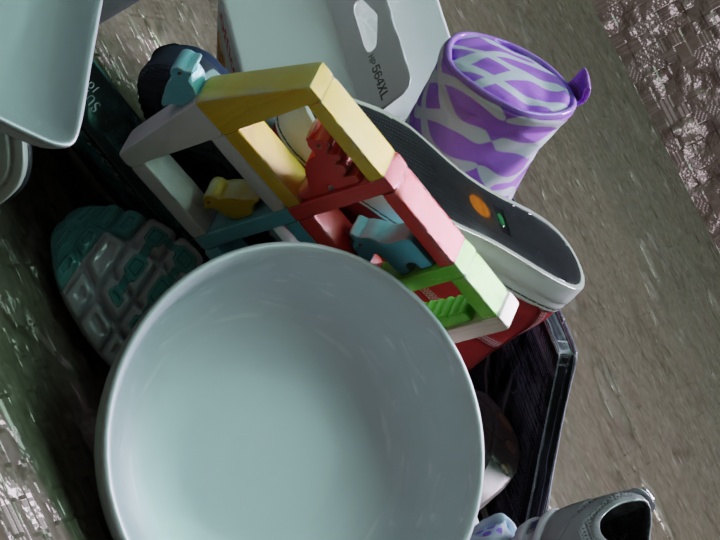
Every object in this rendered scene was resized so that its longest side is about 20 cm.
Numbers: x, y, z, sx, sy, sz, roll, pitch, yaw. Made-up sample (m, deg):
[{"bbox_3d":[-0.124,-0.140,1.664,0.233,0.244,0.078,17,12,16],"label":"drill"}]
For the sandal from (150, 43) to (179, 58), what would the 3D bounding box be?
[{"bbox_3d":[-0.074,-0.034,1.575,0.075,0.048,0.201,28,-45,64],"label":"sandal"}]

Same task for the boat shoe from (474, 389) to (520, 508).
[{"bbox_3d":[0.008,0.136,1.545,0.200,0.072,0.076,-33,97,-43],"label":"boat shoe"}]

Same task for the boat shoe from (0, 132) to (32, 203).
[{"bbox_3d":[-0.205,-0.118,1.362,0.200,0.074,0.060,57,18,14],"label":"boat shoe"}]

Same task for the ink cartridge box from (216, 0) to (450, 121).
[{"bbox_3d":[-0.014,-0.084,1.662,0.200,0.125,0.129,94,-17,-52],"label":"ink cartridge box"}]

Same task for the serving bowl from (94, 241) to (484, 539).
[{"bbox_3d":[-0.041,0.090,1.388,0.201,0.200,0.066,60,-24,-5],"label":"serving bowl"}]

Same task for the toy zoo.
[{"bbox_3d":[-0.029,-0.031,1.402,0.200,0.131,0.021,50,45,-27],"label":"toy zoo"}]

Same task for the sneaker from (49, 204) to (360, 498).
[{"bbox_3d":[-0.089,0.052,1.467,0.200,0.078,0.091,47,-21,-5],"label":"sneaker"}]

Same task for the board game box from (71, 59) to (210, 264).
[{"bbox_3d":[-0.142,-0.081,1.479,0.200,0.028,0.135,53,-9,-31],"label":"board game box"}]

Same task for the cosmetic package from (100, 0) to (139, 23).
[{"bbox_3d":[-0.183,-0.235,1.616,0.200,0.081,0.113,41,26,-56],"label":"cosmetic package"}]

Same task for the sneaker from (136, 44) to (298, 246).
[{"bbox_3d":[-0.051,-0.070,1.482,0.070,0.082,0.200,24,-20,30],"label":"sneaker"}]

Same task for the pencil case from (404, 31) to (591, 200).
[{"bbox_3d":[0.047,-0.033,1.554,0.085,0.200,0.084,17,34,-13],"label":"pencil case"}]

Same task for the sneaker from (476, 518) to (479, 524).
[{"bbox_3d":[0.023,0.133,1.654,0.200,0.075,0.077,52,14,-30],"label":"sneaker"}]

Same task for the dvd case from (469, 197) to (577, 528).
[{"bbox_3d":[0.084,0.070,1.628,0.149,0.016,0.201,-109,-160,-46],"label":"dvd case"}]

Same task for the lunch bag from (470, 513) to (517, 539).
[{"bbox_3d":[0.081,0.261,1.531,0.200,0.127,0.170,59,20,-19],"label":"lunch bag"}]

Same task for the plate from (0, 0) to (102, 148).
[{"bbox_3d":[-0.210,-0.154,1.298,0.199,0.032,0.200,24,43,-19],"label":"plate"}]

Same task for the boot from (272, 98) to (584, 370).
[{"bbox_3d":[0.000,0.000,1.477,0.200,0.144,0.073,34,29,-33],"label":"boot"}]

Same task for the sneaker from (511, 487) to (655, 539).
[{"bbox_3d":[0.118,0.179,1.453,0.075,0.082,0.200,43,27,-27],"label":"sneaker"}]
